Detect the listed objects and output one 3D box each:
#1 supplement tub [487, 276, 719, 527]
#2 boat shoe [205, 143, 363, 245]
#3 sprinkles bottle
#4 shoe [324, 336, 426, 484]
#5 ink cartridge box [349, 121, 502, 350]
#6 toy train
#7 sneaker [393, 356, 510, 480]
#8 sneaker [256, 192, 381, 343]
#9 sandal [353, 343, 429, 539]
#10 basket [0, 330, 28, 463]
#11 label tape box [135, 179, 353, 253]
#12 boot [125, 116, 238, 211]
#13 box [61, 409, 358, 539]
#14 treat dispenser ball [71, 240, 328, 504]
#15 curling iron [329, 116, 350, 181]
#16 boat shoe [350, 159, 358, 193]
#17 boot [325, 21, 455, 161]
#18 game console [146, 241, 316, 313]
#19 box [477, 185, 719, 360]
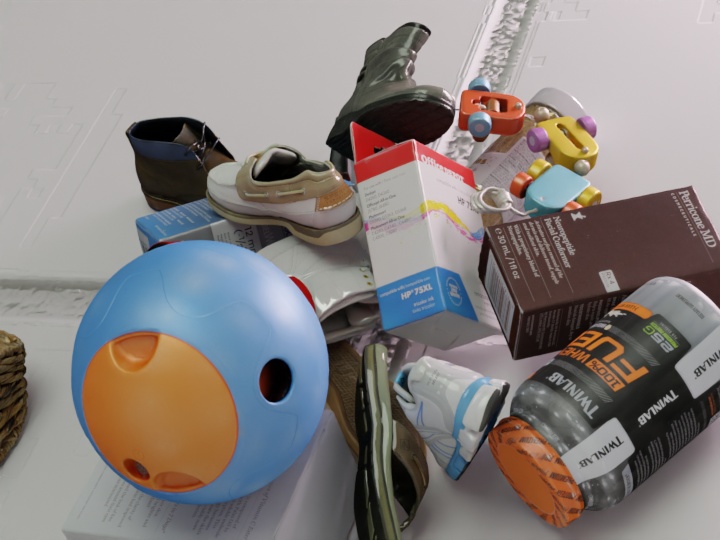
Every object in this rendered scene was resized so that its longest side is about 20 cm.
[{"bbox_3d":[0.206,0.107,1.298,0.199,0.123,0.122,-37,43,-17],"label":"supplement tub"},{"bbox_3d":[-0.075,-0.081,1.477,0.074,0.069,0.199,-34,33,-33],"label":"boat shoe"},{"bbox_3d":[0.144,-0.094,1.580,0.068,0.069,0.200,22,57,39],"label":"sprinkles bottle"},{"bbox_3d":[-0.004,0.121,1.430,0.069,0.054,0.200,-21,51,-22],"label":"shoe"},{"bbox_3d":[0.059,-0.039,1.454,0.067,0.116,0.203,-20,69,27],"label":"ink cartridge box"},{"bbox_3d":[0.148,-0.097,1.500,0.148,0.056,0.201,4,42,-4],"label":"toy train"},{"bbox_3d":[0.068,0.108,1.303,0.086,0.200,0.075,29,73,10],"label":"sneaker"},{"bbox_3d":[0.000,0.000,1.477,0.199,0.074,0.115,-32,55,-31],"label":"sneaker"},{"bbox_3d":[0.028,0.156,1.323,0.057,0.080,0.204,3,68,-12],"label":"sandal"},{"bbox_3d":[-0.423,0.135,1.587,0.198,0.151,0.142,7,15,29],"label":"basket"},{"bbox_3d":[-0.111,-0.040,1.592,0.198,0.067,0.143,-16,14,-14],"label":"label tape box"},{"bbox_3d":[-0.161,-0.107,1.704,0.198,0.098,0.075,4,47,27],"label":"boot"},{"bbox_3d":[-0.119,0.200,1.351,0.198,0.107,0.153,3,46,27],"label":"box"},{"bbox_3d":[-0.124,0.079,1.247,0.198,0.202,0.202,-12,42,11],"label":"treat dispenser ball"},{"bbox_3d":[-0.021,-0.097,1.679,0.025,0.050,0.201,14,39,-8],"label":"curling iron"},{"bbox_3d":[0.024,-0.093,1.643,0.065,0.073,0.201,-39,39,27],"label":"boat shoe"},{"bbox_3d":[0.038,-0.186,1.558,0.199,0.067,0.132,-12,54,60],"label":"boot"},{"bbox_3d":[-0.124,0.075,1.450,0.198,0.179,0.031,17,18,36],"label":"game console"},{"bbox_3d":[0.212,0.002,1.401,0.197,0.075,0.101,-11,52,-12],"label":"box"}]
